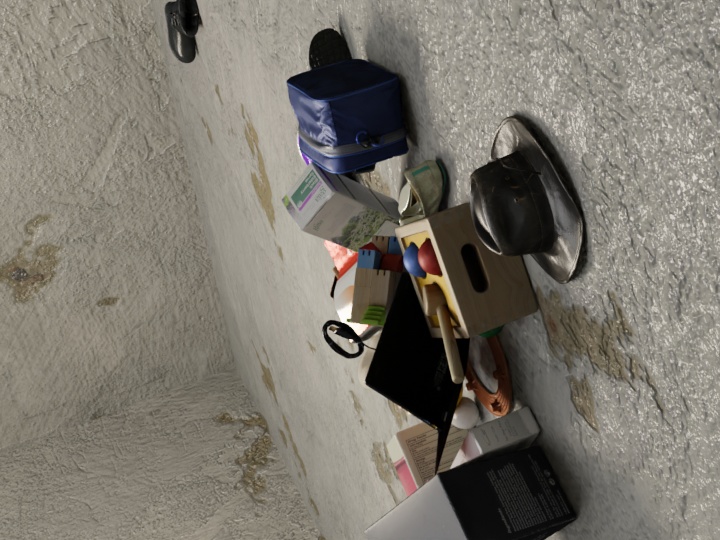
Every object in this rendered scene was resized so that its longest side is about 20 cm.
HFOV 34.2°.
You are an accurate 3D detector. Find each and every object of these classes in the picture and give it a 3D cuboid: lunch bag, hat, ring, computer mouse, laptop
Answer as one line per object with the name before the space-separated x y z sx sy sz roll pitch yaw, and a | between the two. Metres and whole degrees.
lunch bag | -0.014 -0.216 1.702 0.200 0.135 0.133 -136 31 -60
hat | 0.169 -0.069 1.327 0.201 0.081 0.201 160 90 -75
ring | 0.167 0.122 1.717 0.200 0.019 0.201 161 90 -75
computer mouse | 0.037 0.115 1.668 0.034 0.199 0.059 -163 91 -73
laptop | 0.082 0.144 1.615 0.200 0.188 0.116 34 142 -17

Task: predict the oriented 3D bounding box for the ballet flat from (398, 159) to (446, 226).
ballet flat | 0.082 -0.084 1.674 0.200 0.062 0.068 89 157 -52

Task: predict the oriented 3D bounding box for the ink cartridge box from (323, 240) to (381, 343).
ink cartridge box | 0.000 0.000 1.997 0.162 0.050 0.201 -44 67 46

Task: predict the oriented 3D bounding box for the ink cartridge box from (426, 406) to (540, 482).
ink cartridge box | 0.151 0.274 1.658 0.200 0.176 0.045 100 146 -63

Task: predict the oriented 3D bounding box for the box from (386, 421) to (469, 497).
box | 0.141 0.341 1.884 0.109 0.127 0.201 110 139 -70

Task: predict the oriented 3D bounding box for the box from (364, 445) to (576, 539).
box | 0.148 0.345 1.593 0.197 0.199 0.118 -47 60 43

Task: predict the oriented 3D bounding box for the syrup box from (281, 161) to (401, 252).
syrup box | -0.015 -0.085 1.766 0.200 0.079 0.082 21 -154 -45

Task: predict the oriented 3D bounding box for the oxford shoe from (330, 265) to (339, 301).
oxford shoe | -0.024 0.051 2.237 0.071 0.071 0.201 55 161 41

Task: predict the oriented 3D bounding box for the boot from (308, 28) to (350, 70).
boot | -0.047 -0.287 1.893 0.131 0.067 0.201 -144 38 -76

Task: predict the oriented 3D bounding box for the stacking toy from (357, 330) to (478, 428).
stacking toy | 0.106 0.175 1.796 0.200 0.146 0.146 45 174 -20

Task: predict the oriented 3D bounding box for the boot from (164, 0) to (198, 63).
boot | -0.436 -0.600 2.941 0.200 0.065 0.166 23 133 65

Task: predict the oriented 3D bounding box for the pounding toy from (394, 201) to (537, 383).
pounding toy | 0.125 0.023 1.492 0.184 0.142 0.201 167 83 -76

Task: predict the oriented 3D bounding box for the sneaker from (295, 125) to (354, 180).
sneaker | -0.047 -0.170 2.049 0.099 0.069 0.201 24 136 62

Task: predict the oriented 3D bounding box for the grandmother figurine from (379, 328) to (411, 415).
grandmother figurine | 0.067 0.150 2.049 0.121 0.060 0.201 -173 63 -74

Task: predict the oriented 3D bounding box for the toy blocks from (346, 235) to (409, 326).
toy blocks | 0.042 0.012 1.653 0.200 0.099 0.137 14 -98 -69
